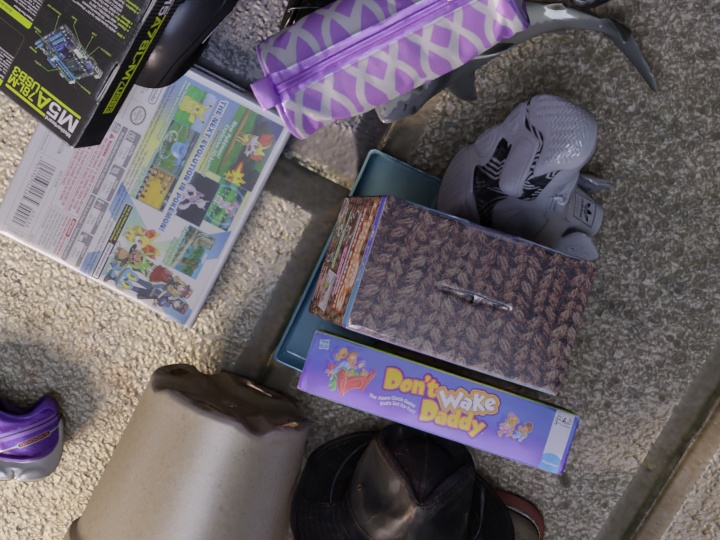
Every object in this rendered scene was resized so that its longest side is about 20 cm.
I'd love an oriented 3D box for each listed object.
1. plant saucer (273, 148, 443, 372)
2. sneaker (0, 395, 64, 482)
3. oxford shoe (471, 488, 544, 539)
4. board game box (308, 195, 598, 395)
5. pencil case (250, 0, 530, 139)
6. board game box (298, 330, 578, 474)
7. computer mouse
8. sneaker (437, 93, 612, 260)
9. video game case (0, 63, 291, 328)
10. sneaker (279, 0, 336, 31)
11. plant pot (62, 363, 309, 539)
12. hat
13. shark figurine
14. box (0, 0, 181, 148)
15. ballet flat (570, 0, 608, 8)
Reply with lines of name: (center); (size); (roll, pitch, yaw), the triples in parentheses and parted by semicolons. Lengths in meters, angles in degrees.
plant saucer: (0.000, 0.000, 1.570); (0.070, 0.019, 0.200); (24, 112, -3)
sneaker: (-0.346, 0.123, 1.640); (0.199, 0.081, 0.084); (5, 99, -5)
oxford shoe: (0.053, 0.202, 1.610); (0.199, 0.075, 0.071); (13, 114, 3)
board game box: (0.062, 0.014, 1.445); (0.159, 0.200, 0.097); (18, 89, -9)
pencil case: (0.024, -0.164, 1.377); (0.200, 0.086, 0.084); (-28, 100, 10)
board game box: (0.057, 0.096, 1.476); (0.200, 0.134, 0.045); (18, 89, 1)
computer mouse: (-0.143, -0.239, 1.469); (0.140, 0.046, 0.200); (41, 103, -8)
sneaker: (0.146, -0.065, 1.453); (0.115, 0.200, 0.075); (20, 70, -20)
video game case: (-0.173, -0.077, 1.560); (0.182, 0.022, 0.200); (27, 111, -4)
sneaker: (-0.017, -0.208, 1.452); (0.076, 0.091, 0.200); (17, 111, 9)
plant pot: (-0.132, 0.182, 1.577); (0.200, 0.200, 0.184); (19, 101, -1)
hat: (0.044, 0.175, 1.528); (0.200, 0.201, 0.081); (21, 127, -1)
shark figurine: (0.104, -0.159, 1.480); (0.214, 0.128, 0.090); (-14, 136, -7)
box: (-0.232, -0.225, 1.464); (0.200, 0.047, 0.193); (37, 113, 14)
ballet flat: (0.205, -0.277, 1.418); (0.066, 0.057, 0.200); (23, 112, -4)
